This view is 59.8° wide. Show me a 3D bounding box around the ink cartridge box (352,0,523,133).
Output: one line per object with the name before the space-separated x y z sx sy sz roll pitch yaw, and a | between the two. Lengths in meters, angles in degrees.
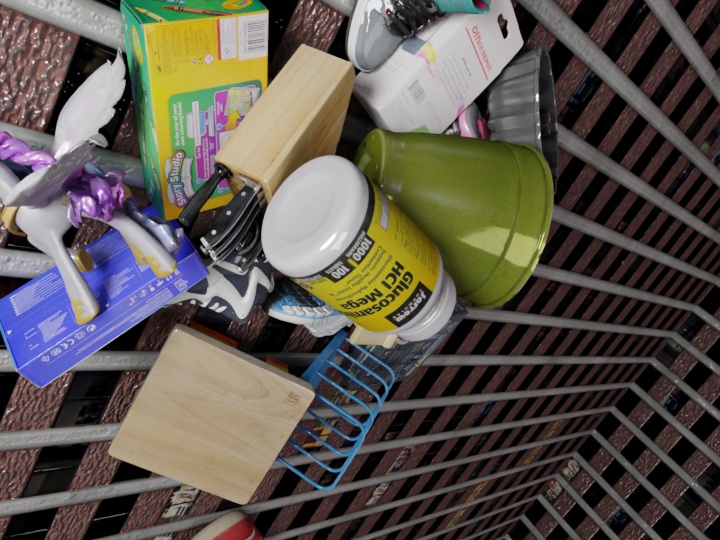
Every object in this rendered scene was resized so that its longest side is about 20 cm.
ink cartridge box | 0.094 -0.247 0.753 0.200 0.067 0.117 -45 145 3

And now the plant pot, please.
plant pot | 0.084 -0.075 0.728 0.190 0.201 0.203 14 119 -20

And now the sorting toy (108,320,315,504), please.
sorting toy | -0.194 0.182 0.830 0.198 0.070 0.200 28 105 -19

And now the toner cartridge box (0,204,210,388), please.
toner cartridge box | -0.263 0.019 0.642 0.199 0.095 0.043 -35 146 -12

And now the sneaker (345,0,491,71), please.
sneaker | 0.073 -0.282 0.653 0.083 0.121 0.201 13 117 -49

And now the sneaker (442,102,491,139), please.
sneaker | 0.140 -0.173 0.886 0.094 0.080 0.199 -15 165 22

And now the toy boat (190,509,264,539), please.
toy boat | -0.234 0.540 1.155 0.129 0.131 0.202 -32 143 -16

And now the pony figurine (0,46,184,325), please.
pony figurine | -0.246 -0.066 0.529 0.191 0.168 0.201 -26 126 16

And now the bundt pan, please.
bundt pan | 0.222 -0.199 0.859 0.201 0.075 0.206 -2 90 -65

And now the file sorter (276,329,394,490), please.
file sorter | -0.040 0.209 0.954 0.140 0.122 0.200 -61 173 21

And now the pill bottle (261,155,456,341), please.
pill bottle | 0.009 -0.009 0.596 0.113 0.113 0.199 -48 134 6

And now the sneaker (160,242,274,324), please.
sneaker | -0.183 0.030 0.744 0.198 0.079 0.131 -35 136 -30

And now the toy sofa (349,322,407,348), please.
toy sofa | 0.000 0.000 0.792 0.096 0.201 0.084 8 123 -39

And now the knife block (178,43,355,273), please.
knife block | -0.091 -0.105 0.589 0.175 0.063 0.203 -30 142 -60

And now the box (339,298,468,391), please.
box | 0.073 0.124 1.086 0.156 0.051 0.201 -2 139 -42

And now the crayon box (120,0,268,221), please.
crayon box | -0.154 -0.156 0.608 0.117 0.058 0.202 -20 138 -30

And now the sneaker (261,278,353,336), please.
sneaker | -0.064 0.064 0.906 0.198 0.075 0.087 2 130 -45
